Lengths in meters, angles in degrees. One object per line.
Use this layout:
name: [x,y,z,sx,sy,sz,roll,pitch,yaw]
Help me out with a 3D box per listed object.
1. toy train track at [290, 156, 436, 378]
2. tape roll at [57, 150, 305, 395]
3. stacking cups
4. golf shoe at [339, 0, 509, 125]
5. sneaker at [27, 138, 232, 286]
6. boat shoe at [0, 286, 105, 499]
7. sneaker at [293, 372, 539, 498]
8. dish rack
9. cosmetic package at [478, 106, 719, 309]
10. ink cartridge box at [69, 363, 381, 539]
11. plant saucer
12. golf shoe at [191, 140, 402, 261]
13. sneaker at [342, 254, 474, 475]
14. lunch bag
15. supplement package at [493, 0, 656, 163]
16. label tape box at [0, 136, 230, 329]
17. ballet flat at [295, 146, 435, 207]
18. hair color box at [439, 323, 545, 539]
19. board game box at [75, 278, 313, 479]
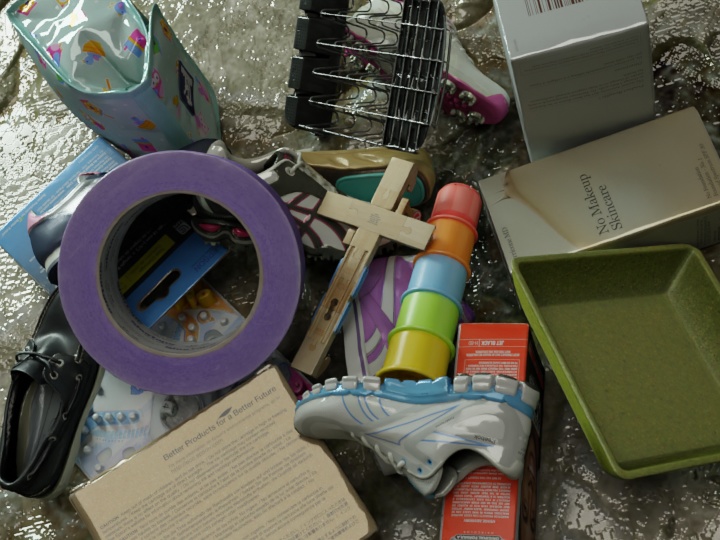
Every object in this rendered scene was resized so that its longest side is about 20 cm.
toy train track: [0.000,0.000,1.131,0.114,0.033,0.201,20,79,33]
tape roll: [-0.147,0.000,1.113,0.199,0.085,0.201,0,93,1]
stacking cups: [0.059,0.013,1.105,0.060,0.061,0.201,3,55,16]
golf shoe: [0.071,-0.211,1.271,0.200,0.075,0.092,33,72,25]
sneaker: [-0.214,-0.073,1.201,0.199,0.070,0.082,-33,63,-7]
boat shoe: [-0.277,0.101,1.159,0.074,0.066,0.200,17,91,30]
sneaker: [0.035,0.127,1.000,0.199,0.075,0.087,-5,67,28]
dish rack: [0.011,-0.187,1.210,0.199,0.054,0.154,18,104,43]
cosmetic package: [0.213,-0.054,1.152,0.199,0.073,0.104,-19,60,3]
ink cartridge box: [-0.107,0.201,1.082,0.199,0.075,0.165,-32,72,-6]
plant saucer: [0.227,0.076,1.054,0.199,0.048,0.200,-5,55,-29]
golf shoe: [-0.049,-0.060,1.180,0.199,0.089,0.077,6,22,-8]
sneaker: [0.046,0.071,1.133,0.114,0.073,0.201,-11,61,5]
lunch bag: [-0.221,-0.183,1.273,0.122,0.171,0.200,-43,57,-8]
supplement package: [0.186,-0.184,1.151,0.116,0.200,0.118,-14,61,7]
label tape box: [-0.227,-0.013,1.250,0.144,0.063,0.200,-45,63,-11]
ballet flat: [-0.027,-0.086,1.245,0.199,0.069,0.063,1,40,10]
hair color box: [0.107,0.153,1.056,0.061,0.102,0.201,0,64,17]
board game box: [-0.160,0.126,1.183,0.200,0.026,0.200,-44,61,-10]
